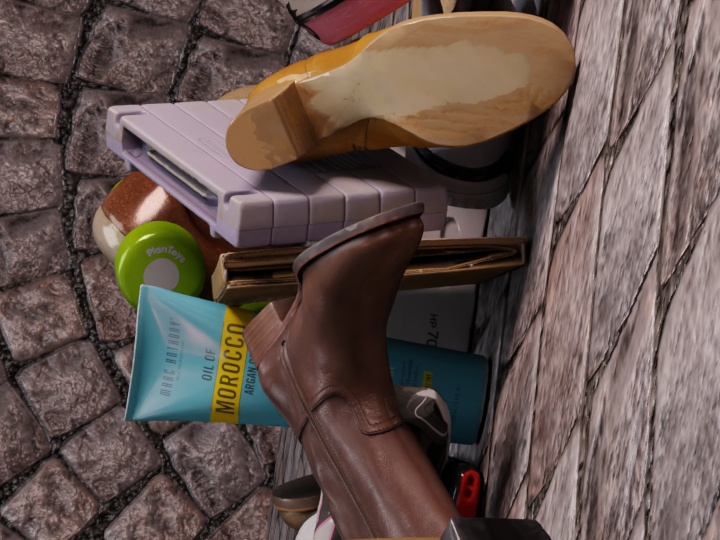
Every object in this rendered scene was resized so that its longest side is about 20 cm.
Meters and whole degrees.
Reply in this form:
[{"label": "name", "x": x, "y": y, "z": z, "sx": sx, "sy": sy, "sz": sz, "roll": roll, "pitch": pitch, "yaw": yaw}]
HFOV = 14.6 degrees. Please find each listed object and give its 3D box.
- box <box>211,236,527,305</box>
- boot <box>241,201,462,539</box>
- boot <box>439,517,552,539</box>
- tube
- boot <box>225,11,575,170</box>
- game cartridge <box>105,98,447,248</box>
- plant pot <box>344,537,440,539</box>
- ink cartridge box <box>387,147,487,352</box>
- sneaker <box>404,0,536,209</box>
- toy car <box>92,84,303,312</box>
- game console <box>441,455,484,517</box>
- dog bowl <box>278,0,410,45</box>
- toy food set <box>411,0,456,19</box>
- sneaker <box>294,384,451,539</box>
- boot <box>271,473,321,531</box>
[{"label": "box", "x": 0.000, "y": 0.000, "z": 1.575, "sx": 0.200, "sy": 0.162, "sz": 0.021, "roll": 141, "pitch": 124, "yaw": -84}, {"label": "boot", "x": 0.024, "y": 0.084, "z": 1.410, "sx": 0.201, "sy": 0.064, "sz": 0.186, "roll": 65, "pitch": 152, "yaw": 15}, {"label": "boot", "x": 0.045, "y": 0.221, "z": 1.133, "sx": 0.165, "sy": 0.065, "sz": 0.200, "roll": 55, "pitch": 129, "yaw": 30}, {"label": "tube", "x": -0.030, "y": 0.059, "z": 1.581, "sx": 0.050, "sy": 0.199, "sz": 0.078, "roll": -119, "pitch": 36, "yaw": -84}, {"label": "boot", "x": 0.030, "y": -0.106, "z": 1.495, "sx": 0.144, "sy": 0.200, "sz": 0.071, "roll": -46, "pitch": -60, "yaw": -67}, {"label": "game cartridge", "x": -0.048, "y": -0.056, "z": 1.559, "sx": 0.200, "sy": 0.129, "sz": 0.039, "roll": -144, "pitch": 58, "yaw": -59}, {"label": "plant pot", "x": -0.032, "y": 0.202, "z": 1.315, "sx": 0.186, "sy": 0.199, "sz": 0.188, "roll": -170, "pitch": 90, "yaw": -87}, {"label": "ink cartridge box", "x": 0.022, "y": 0.003, "z": 1.788, "sx": 0.200, "sy": 0.085, "sz": 0.147, "roll": 115, "pitch": 163, "yaw": -78}, {"label": "sneaker", "x": 0.060, "y": -0.122, "z": 1.648, "sx": 0.200, "sy": 0.075, "sz": 0.116, "roll": -102, "pitch": 22, "yaw": -65}, {"label": "toy car", "x": -0.054, "y": -0.051, "z": 1.744, "sx": 0.200, "sy": 0.158, "sz": 0.164, "roll": -51, "pitch": 16, "yaw": 6}, {"label": "game console", "x": 0.033, "y": 0.193, "z": 1.597, "sx": 0.200, "sy": 0.031, "sz": 0.178, "roll": 167, "pitch": 112, "yaw": -85}, {"label": "dog bowl", "x": 0.032, "y": -0.195, "z": 1.512, "sx": 0.074, "sy": 0.200, "sz": 0.200, "roll": 57, "pitch": 180, "yaw": -6}, {"label": "toy food set", "x": 0.072, "y": -0.234, "z": 1.874, "sx": 0.198, "sy": 0.048, "sz": 0.201, "roll": -153, "pitch": 71, "yaw": -86}, {"label": "sneaker", "x": 0.009, "y": 0.146, "z": 1.550, "sx": 0.201, "sy": 0.080, "sz": 0.087, "roll": 97, "pitch": 171, "yaw": -46}, {"label": "boot", "x": 0.001, "y": 0.155, "z": 1.701, "sx": 0.200, "sy": 0.073, "sz": 0.076, "roll": 10, "pitch": -103, "yaw": -72}]
